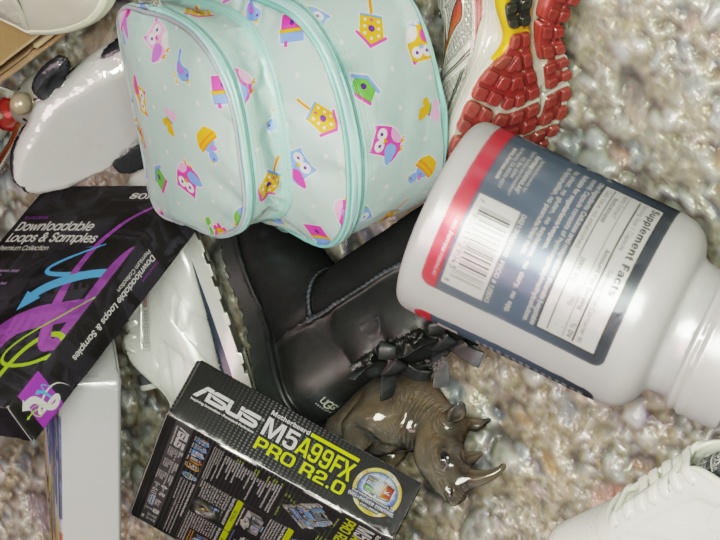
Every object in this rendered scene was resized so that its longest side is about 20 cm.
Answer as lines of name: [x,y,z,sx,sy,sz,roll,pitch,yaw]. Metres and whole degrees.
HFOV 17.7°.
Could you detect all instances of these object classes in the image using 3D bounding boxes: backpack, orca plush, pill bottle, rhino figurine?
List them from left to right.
orca plush: [-0.164,-0.139,1.543,0.200,0.105,0.071,-56,29,25]
backpack: [-0.046,-0.103,1.398,0.199,0.153,0.177,14,119,44]
rhino figurine: [0.010,0.103,1.498,0.199,0.060,0.088,13,74,35]
pill bottle: [0.132,0.008,1.325,0.199,0.120,0.120,26,118,10]

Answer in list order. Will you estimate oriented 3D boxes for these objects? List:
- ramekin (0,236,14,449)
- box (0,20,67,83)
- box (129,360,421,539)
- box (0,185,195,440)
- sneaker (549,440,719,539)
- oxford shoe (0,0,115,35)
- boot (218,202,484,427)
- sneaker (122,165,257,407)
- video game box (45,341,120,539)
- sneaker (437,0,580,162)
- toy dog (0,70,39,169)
ramekin: [-0.310,0.052,1.717,0.202,0.094,0.204,19,122,33]
box: [-0.258,-0.237,1.616,0.163,0.021,0.201,-32,67,30]
box: [-0.060,0.147,1.488,0.160,0.044,0.200,28,153,1]
box: [-0.208,0.022,1.497,0.142,0.200,0.036,1,134,43]
sneaker: [0.191,0.138,1.340,0.199,0.077,0.081,-14,119,30]
oxford shoe: [-0.242,-0.203,1.551,0.199,0.058,0.076,16,92,35]
boot: [-0.001,-0.001,1.473,0.162,0.073,0.199,-31,52,22]
sneaker: [-0.130,0.026,1.572,0.080,0.076,0.201,-18,88,2]
video game box: [-0.193,0.111,1.589,0.183,0.046,0.201,-106,16,-59]
sneaker: [0.084,-0.143,1.385,0.082,0.077,0.201,47,130,47]
toy dog: [-0.300,-0.103,1.681,0.200,0.096,0.132,-44,73,37]
